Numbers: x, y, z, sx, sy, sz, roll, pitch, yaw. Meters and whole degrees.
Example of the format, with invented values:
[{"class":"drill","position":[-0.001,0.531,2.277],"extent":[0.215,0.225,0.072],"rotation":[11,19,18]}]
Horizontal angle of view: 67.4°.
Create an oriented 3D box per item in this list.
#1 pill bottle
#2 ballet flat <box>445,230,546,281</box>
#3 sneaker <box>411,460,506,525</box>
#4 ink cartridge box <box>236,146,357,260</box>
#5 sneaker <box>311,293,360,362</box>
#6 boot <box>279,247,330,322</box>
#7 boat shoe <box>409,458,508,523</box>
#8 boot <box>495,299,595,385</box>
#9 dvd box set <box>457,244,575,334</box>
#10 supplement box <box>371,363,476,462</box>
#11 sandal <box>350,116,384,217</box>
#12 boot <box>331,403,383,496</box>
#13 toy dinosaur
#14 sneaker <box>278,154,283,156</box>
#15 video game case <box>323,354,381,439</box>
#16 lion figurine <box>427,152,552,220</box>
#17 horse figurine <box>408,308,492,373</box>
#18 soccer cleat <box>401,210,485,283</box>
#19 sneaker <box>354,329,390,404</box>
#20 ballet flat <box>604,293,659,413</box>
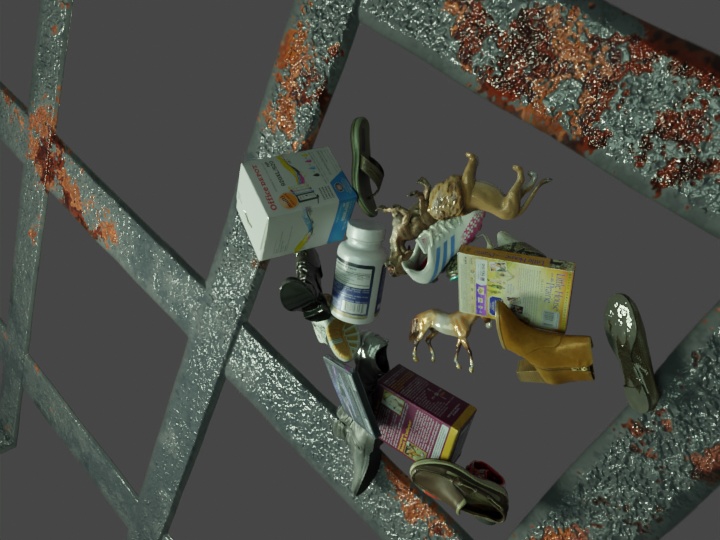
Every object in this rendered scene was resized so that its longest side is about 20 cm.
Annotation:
[{"class":"pill bottle","position":[0.000,0.000,1.144],"extent":[0.110,0.110,0.204],"rotation":[20,112,29]},{"class":"ballet flat","position":[0.241,-0.033,1.001],"extent":[0.198,0.067,0.077],"rotation":[-14,78,38]},{"class":"sneaker","position":[0.209,0.437,1.138],"extent":[0.199,0.067,0.110],"rotation":[20,112,26]},{"class":"ink cartridge box","position":[-0.136,-0.138,1.109],"extent":[0.149,0.197,0.145],"rotation":[60,150,24]},{"class":"sneaker","position":[-0.058,0.143,1.223],"extent":[0.201,0.074,0.089],"rotation":[-121,34,-45]},{"class":"boot","position":[-0.125,0.004,1.157],"extent":[0.068,0.200,0.177],"rotation":[-17,62,11]},{"class":"boat shoe","position":[0.190,0.426,1.038],"extent":[0.198,0.075,0.076],"rotation":[15,114,5]},{"class":"boot","position":[0.327,0.121,0.947],"extent":[0.142,0.071,0.203],"rotation":[-13,122,31]},{"class":"dvd box set","position":[0.272,0.033,0.962],"extent":[0.197,0.030,0.148],"rotation":[10,133,25]},{"class":"supplement box","position":[0.124,0.314,1.140],"extent":[0.198,0.103,0.133],"rotation":[27,118,26]},{"class":"sandal","position":[0.018,-0.210,1.103],"extent":[0.056,0.080,0.205],"rotation":[-1,101,20]},{"class":"boot","position":[-0.016,0.422,1.298],"extent":[0.130,0.069,0.204],"rotation":[23,103,31]},{"class":"toy dinosaur","position":[0.116,-0.091,1.058],"extent":[0.198,0.086,0.136],"rotation":[-34,106,14]},{"class":"sneaker","position":[-0.186,-0.168,1.263],"extent":[0.116,0.075,0.201],"rotation":[48,134,10]},{"class":"video game case","position":[-0.022,0.264,1.157],"extent":[0.145,0.019,0.200],"rotation":[70,163,-9]},{"class":"lion figurine","position":[0.222,-0.130,0.945],"extent":[0.196,0.072,0.125],"rotation":[17,100,12]},{"class":"horse figurine","position":[0.170,0.125,1.090],"extent":[0.197,0.049,0.136],"rotation":[5,93,40]},{"class":"soccer cleat","position":[0.154,-0.062,1.006],"extent":[0.202,0.086,0.070],"rotation":[-56,40,13]},{"class":"sneaker","position":[0.028,0.238,1.203],"extent":[0.081,0.074,0.204],"rotation":[8,106,39]},{"class":"ballet flat","position":[0.459,0.136,0.903],"extent":[0.067,0.046,0.204],"rotation":[-19,84,67]}]
